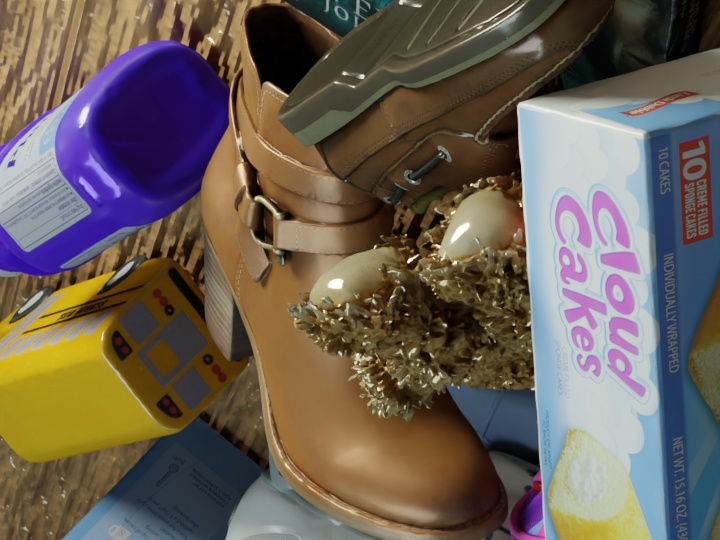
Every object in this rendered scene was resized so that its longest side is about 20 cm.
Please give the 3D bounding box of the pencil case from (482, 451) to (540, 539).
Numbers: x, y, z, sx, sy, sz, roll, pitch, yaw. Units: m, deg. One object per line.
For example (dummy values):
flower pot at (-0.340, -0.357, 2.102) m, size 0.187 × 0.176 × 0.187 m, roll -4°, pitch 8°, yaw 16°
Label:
pencil case at (0.011, 0.159, 1.159) m, size 0.089 × 0.200 × 0.078 m, roll 23°, pitch 142°, yaw 41°

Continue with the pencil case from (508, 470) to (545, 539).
pencil case at (0.142, 0.140, 1.130) m, size 0.088 × 0.088 × 0.200 m, roll 2°, pitch 138°, yaw 51°

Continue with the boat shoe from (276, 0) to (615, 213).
boat shoe at (0.043, -0.066, 0.970) m, size 0.068 × 0.072 × 0.200 m, roll 44°, pitch 161°, yaw -12°

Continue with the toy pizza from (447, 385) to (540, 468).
toy pizza at (0.058, 0.067, 1.217) m, size 0.200 × 0.032 × 0.200 m, roll 30°, pitch 148°, yaw 21°

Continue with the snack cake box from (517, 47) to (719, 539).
snack cake box at (0.120, 0.033, 0.923) m, size 0.067 × 0.115 × 0.201 m, roll 19°, pitch 120°, yaw 53°

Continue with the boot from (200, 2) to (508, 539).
boot at (0.000, 0.000, 1.113) m, size 0.200 × 0.076 × 0.156 m, roll 54°, pitch 146°, yaw 43°

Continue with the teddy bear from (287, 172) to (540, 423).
teddy bear at (0.059, 0.018, 1.001) m, size 0.200 × 0.145 × 0.067 m, roll 44°, pitch -156°, yaw -71°

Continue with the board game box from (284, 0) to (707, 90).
board game box at (0.031, -0.115, 1.011) m, size 0.200 × 0.028 × 0.135 m, roll 33°, pitch 150°, yaw 20°

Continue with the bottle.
bottle at (-0.125, -0.041, 1.256) m, size 0.065 × 0.084 × 0.200 m, roll 49°, pitch 152°, yaw -9°

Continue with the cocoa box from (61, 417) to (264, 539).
cocoa box at (-0.061, 0.198, 1.437) m, size 0.200 × 0.133 × 0.131 m, roll 38°, pitch 151°, yaw 12°

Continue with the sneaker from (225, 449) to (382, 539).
sneaker at (0.016, 0.165, 1.325) m, size 0.200 × 0.089 × 0.074 m, roll 30°, pitch 176°, yaw 30°

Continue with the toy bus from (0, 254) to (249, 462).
toy bus at (-0.130, 0.046, 1.382) m, size 0.065 × 0.078 × 0.200 m, roll 51°, pitch 151°, yaw -13°
